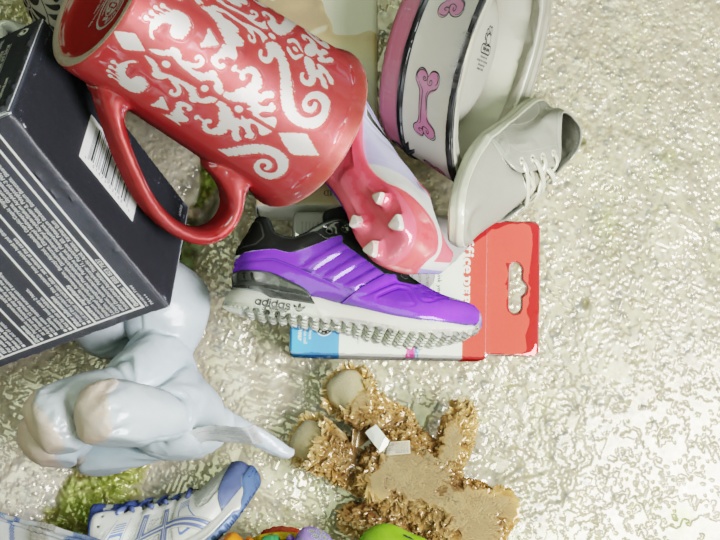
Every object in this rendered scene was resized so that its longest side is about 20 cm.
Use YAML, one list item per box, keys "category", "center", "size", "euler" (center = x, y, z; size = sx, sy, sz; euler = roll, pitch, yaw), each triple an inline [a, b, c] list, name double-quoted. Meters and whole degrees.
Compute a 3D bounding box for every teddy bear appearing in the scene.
- category: "teddy bear"
  center: [0.035, 0.161, 1.183]
  size: [0.199, 0.067, 0.146]
  euler: [19, 82, 6]

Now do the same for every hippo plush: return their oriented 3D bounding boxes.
- category: "hippo plush"
  center: [-0.172, 0.064, 1.135]
  size: [0.199, 0.159, 0.162]
  euler: [-8, 71, 16]

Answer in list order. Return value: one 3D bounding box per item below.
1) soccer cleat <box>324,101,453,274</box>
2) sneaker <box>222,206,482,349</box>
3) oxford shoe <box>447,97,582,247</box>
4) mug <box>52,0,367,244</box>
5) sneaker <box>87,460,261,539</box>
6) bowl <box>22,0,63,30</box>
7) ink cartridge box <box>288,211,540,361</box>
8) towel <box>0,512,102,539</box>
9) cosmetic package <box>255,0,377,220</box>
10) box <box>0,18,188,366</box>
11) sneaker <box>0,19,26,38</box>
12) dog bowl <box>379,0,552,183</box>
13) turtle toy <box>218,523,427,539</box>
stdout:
- category: "soccer cleat"
  center: [0.008, -0.077, 1.125]
  size: [0.067, 0.076, 0.200]
  euler: [-42, 53, 22]
- category: "sneaker"
  center: [0.000, 0.000, 1.127]
  size: [0.199, 0.070, 0.100]
  euler: [10, 78, -2]
- category: "oxford shoe"
  center: [0.124, -0.080, 1.162]
  size: [0.058, 0.075, 0.200]
  euler: [19, 37, 22]
- category: "mug"
  center: [-0.112, -0.129, 1.049]
  size: [0.200, 0.133, 0.178]
  euler: [30, 55, -37]
- category: "sneaker"
  center: [-0.171, 0.208, 1.160]
  size: [0.200, 0.075, 0.088]
  euler: [-40, 86, -7]
- category: "bowl"
  center: [-0.201, -0.218, 1.186]
  size: [0.201, 0.201, 0.094]
  euler: [42, 127, 3]
- category: "ink cartridge box"
  center: [0.043, 0.015, 1.195]
  size: [0.199, 0.067, 0.117]
  euler: [2, 83, -2]
- category: "towel"
  center: [-0.288, 0.262, 1.142]
  size: [0.199, 0.024, 0.148]
  euler: [9, 84, 20]
- category: "cosmetic package"
  center: [-0.036, -0.145, 1.210]
  size: [0.105, 0.071, 0.201]
  euler: [-1, 83, -2]
- category: "box"
  center: [-0.267, -0.046, 1.080]
  size: [0.198, 0.124, 0.200]
  euler: [-20, 128, 19]
- category: "sneaker"
  center: [-0.241, -0.117, 1.191]
  size: [0.075, 0.088, 0.200]
  euler: [-36, 86, -7]
- category: "dog bowl"
  center: [0.082, -0.170, 1.164]
  size: [0.074, 0.200, 0.201]
  euler: [19, 82, 21]
- category: "turtle toy"
  center: [-0.039, 0.248, 1.128]
  size: [0.199, 0.146, 0.102]
  euler: [-5, 59, 9]
